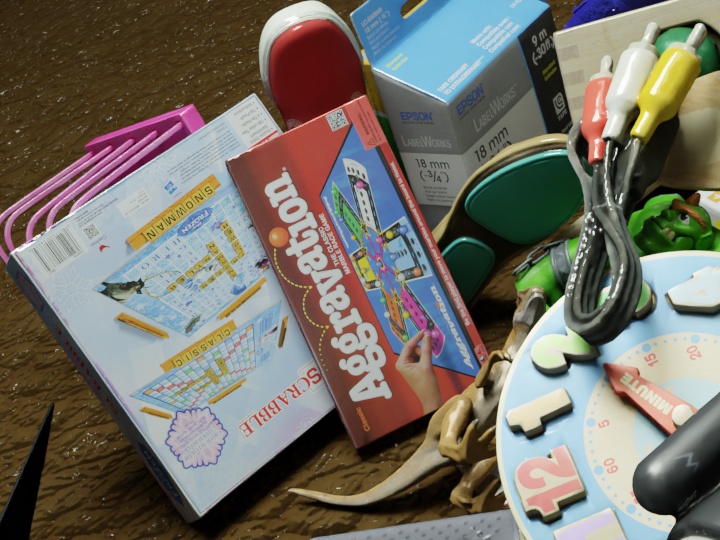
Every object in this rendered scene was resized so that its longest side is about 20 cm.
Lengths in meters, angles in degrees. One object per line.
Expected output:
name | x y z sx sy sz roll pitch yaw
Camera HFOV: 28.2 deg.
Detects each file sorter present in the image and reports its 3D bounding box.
file sorter | -0.170 -0.016 1.047 0.125 0.140 0.199 -39 17 -25

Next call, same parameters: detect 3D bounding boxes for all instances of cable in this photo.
cable | 0.130 -0.049 0.780 0.097 0.050 0.201 -17 38 49

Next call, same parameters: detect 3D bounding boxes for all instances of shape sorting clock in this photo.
shape sorting clock | 0.165 0.080 0.721 0.197 0.039 0.203 -8 63 16

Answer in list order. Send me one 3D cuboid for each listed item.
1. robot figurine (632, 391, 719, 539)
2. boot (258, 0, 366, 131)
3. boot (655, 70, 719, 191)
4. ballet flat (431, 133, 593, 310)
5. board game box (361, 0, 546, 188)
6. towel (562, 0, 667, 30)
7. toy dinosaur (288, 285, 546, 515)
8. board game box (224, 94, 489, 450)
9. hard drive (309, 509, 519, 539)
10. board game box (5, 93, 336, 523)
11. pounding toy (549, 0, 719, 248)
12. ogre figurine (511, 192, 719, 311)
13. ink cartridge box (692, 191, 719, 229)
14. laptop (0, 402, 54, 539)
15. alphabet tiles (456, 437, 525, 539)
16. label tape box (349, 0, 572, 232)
robot figurine | 0.199 0.131 0.597 0.199 0.126 0.150 -33 31 -19
boot | -0.008 -0.075 0.982 0.072 0.201 0.145 -21 52 -3
boot | 0.273 -0.073 0.825 0.199 0.072 0.143 -10 -15 39
ballet flat | 0.086 -0.039 0.936 0.200 0.068 0.064 -46 20 43
board game box | 0.084 -0.143 1.118 0.040 0.154 0.200 9 41 41
towel | 0.261 -0.223 1.083 0.146 0.050 0.200 0 -19 -26
toy dinosaur | 0.053 0.100 0.828 0.200 0.060 0.106 -45 23 8
board game box | 0.000 0.000 0.913 0.102 0.202 0.019 -25 -7 -5
hard drive | 0.015 0.204 0.693 0.133 0.043 0.201 -12 30 19
board game box | -0.090 0.021 0.926 0.199 0.201 0.041 -35 -1 -25
pounding toy | 0.215 -0.110 0.987 0.182 0.144 0.200 -13 5 16
ogre figurine | 0.173 0.021 0.834 0.120 0.098 0.200 -41 14 2
ink cartridge box | 0.343 -0.048 0.890 0.196 0.047 0.200 -28 31 -13
laptop | -0.264 0.197 0.825 0.197 0.117 0.188 -14 29 15
alphabet tiles | 0.144 0.096 0.821 0.165 0.006 0.200 -27 29 -7
label tape box | 0.086 -0.127 1.037 0.063 0.202 0.144 7 39 41
